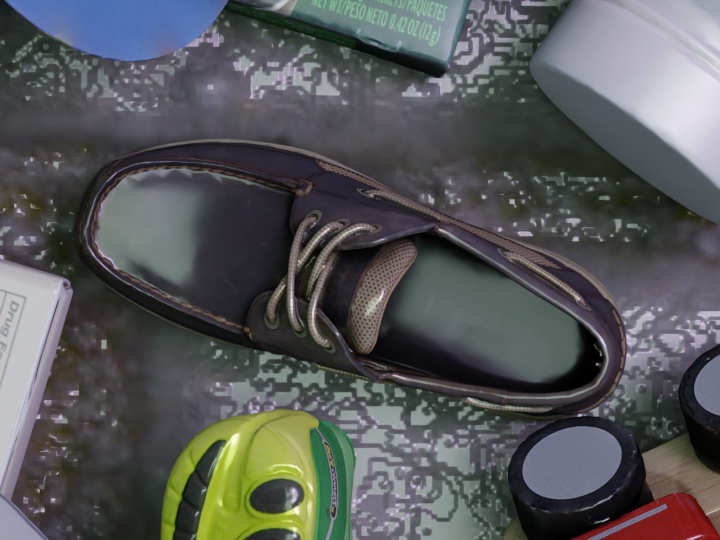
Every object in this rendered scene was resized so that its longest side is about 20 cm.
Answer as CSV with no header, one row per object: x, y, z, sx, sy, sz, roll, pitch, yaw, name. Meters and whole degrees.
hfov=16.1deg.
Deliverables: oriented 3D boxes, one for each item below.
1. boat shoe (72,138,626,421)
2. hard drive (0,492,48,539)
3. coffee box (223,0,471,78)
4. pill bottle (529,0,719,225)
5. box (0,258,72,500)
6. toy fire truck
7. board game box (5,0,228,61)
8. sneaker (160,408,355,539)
0.000,0.000,0.868,0.198,0.073,0.075,13,89,-4,boat shoe
-0.141,0.181,0.839,0.132,0.027,0.200,46,113,-3,hard drive
0.001,-0.182,0.883,0.122,0.044,0.202,17,89,-4,coffee box
0.152,-0.121,0.860,0.113,0.114,0.201,36,88,-3,pill bottle
-0.203,0.018,0.850,0.198,0.078,0.096,19,89,-4,box
0.161,0.128,0.818,0.175,0.200,0.129,-24,126,-4,toy fire truck
-0.102,-0.160,0.789,0.039,0.158,0.202,-10,104,31,board game box
-0.033,0.143,0.862,0.074,0.083,0.202,21,109,27,sneaker
